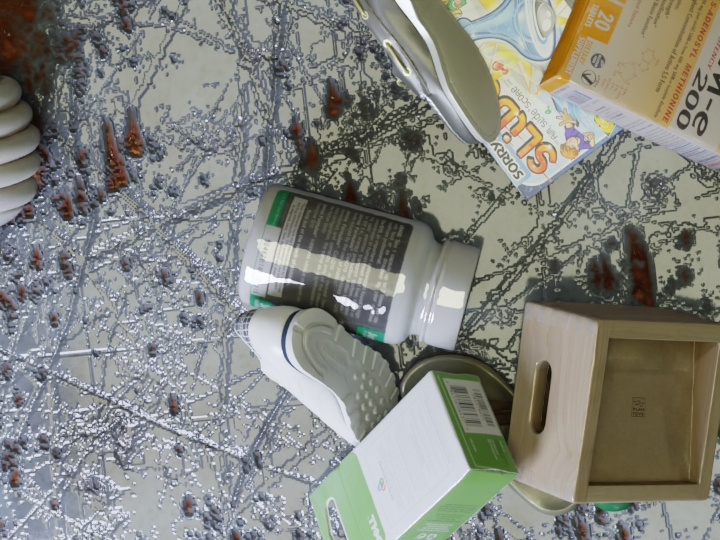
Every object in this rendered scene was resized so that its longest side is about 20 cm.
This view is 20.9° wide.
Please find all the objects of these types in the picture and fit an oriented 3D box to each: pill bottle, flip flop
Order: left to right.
[{"bbox_3d":[0.000,0.000,1.739,0.199,0.113,0.114,15,97,4],"label":"pill bottle"},{"bbox_3d":[0.123,0.150,1.770,0.200,0.058,0.081,43,100,-2],"label":"flip flop"}]

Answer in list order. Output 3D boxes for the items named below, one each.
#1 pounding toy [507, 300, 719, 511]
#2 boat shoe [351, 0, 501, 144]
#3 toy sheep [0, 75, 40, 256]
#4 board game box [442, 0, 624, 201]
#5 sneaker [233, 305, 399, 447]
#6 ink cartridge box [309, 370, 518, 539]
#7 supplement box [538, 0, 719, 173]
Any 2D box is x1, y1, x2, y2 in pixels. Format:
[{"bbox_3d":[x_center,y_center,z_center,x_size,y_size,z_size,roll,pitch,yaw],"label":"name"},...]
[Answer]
[{"bbox_3d":[0.199,0.131,1.710,0.183,0.142,0.201,3,97,-33],"label":"pounding toy"},{"bbox_3d":[0.054,-0.194,1.703,0.060,0.072,0.202,-22,106,36],"label":"boat shoe"},{"bbox_3d":[-0.352,-0.106,1.755,0.137,0.138,0.201,-6,110,6],"label":"toy sheep"},{"bbox_3d":[0.143,-0.182,1.746,0.135,0.034,0.200,-37,91,8],"label":"board game box"},{"bbox_3d":[-0.034,0.094,1.746,0.080,0.200,0.077,2,54,35],"label":"sneaker"},{"bbox_3d":[0.043,0.188,1.719,0.200,0.059,0.104,-48,49,35],"label":"ink cartridge box"},{"bbox_3d":[0.273,-0.177,1.690,0.199,0.074,0.127,24,85,-6],"label":"supplement box"}]
